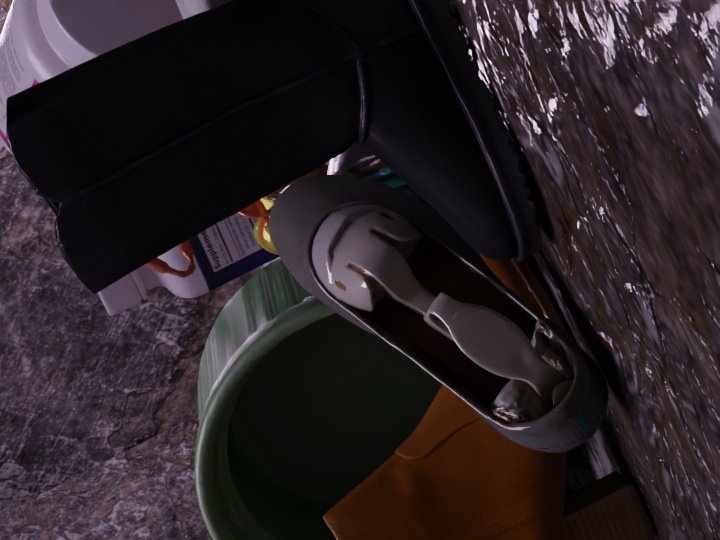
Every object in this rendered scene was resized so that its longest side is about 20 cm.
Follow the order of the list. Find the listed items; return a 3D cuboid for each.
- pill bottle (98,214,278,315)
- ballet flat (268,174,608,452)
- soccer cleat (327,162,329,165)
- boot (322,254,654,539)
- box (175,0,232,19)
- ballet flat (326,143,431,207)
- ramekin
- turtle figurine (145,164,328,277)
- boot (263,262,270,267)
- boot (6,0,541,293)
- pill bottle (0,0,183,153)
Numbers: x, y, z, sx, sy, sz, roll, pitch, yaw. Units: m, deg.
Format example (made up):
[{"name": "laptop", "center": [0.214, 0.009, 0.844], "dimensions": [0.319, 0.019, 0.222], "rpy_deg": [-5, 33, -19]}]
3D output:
[{"name": "pill bottle", "center": [-0.098, -0.050, 1.609], "dimensions": [0.112, 0.199, 0.111], "rpy_deg": [63, 175, 10]}, {"name": "ballet flat", "center": [0.032, 0.010, 1.110], "dimensions": [0.200, 0.068, 0.064], "rpy_deg": [37, 178, 21]}, {"name": "soccer cleat", "center": [-0.028, -0.105, 1.338], "dimensions": [0.068, 0.073, 0.201], "rpy_deg": [56, 171, 49]}, {"name": "boot", "center": [0.043, 0.083, 1.165], "dimensions": [0.202, 0.143, 0.071], "rpy_deg": [64, 174, -3]}, {"name": "box", "center": [-0.053, -0.181, 1.099], "dimensions": [0.125, 0.097, 0.201], "rpy_deg": [56, 170, 52]}, {"name": "ballet flat", "center": [0.009, -0.063, 1.244], "dimensions": [0.200, 0.068, 0.069], "rpy_deg": [96, 156, -80]}, {"name": "ramekin", "center": [0.004, 0.078, 1.282], "dimensions": [0.098, 0.199, 0.201], "rpy_deg": [-111, -2, -61]}, {"name": "turtle figurine", "center": [-0.054, -0.057, 1.437], "dimensions": [0.162, 0.198, 0.065], "rpy_deg": [-88, -3, -55]}, {"name": "boot", "center": [0.000, 0.053, 1.704], "dimensions": [0.201, 0.095, 0.074], "rpy_deg": [63, 175, 8]}, {"name": "boot", "center": [-0.038, -0.041, 1.056], "dimensions": [0.166, 0.199, 0.066], "rpy_deg": [65, 175, -10]}, {"name": "pill bottle", "center": [-0.151, -0.130, 1.381], "dimensions": [0.114, 0.113, 0.200], "rpy_deg": [63, 160, 7]}]
